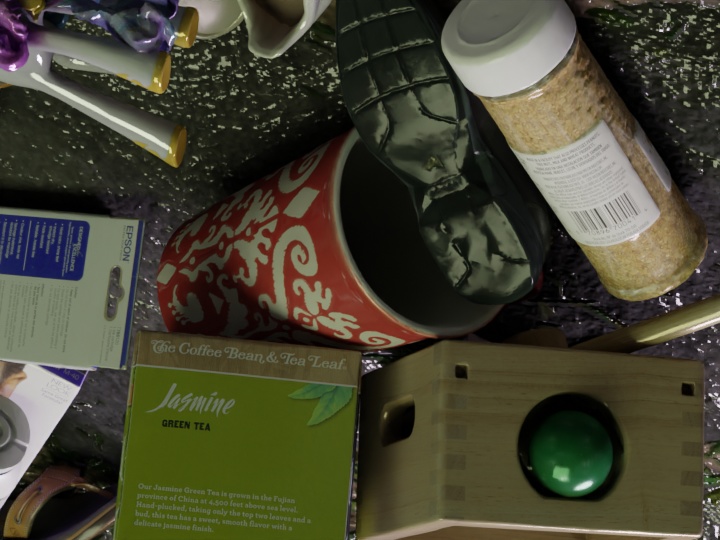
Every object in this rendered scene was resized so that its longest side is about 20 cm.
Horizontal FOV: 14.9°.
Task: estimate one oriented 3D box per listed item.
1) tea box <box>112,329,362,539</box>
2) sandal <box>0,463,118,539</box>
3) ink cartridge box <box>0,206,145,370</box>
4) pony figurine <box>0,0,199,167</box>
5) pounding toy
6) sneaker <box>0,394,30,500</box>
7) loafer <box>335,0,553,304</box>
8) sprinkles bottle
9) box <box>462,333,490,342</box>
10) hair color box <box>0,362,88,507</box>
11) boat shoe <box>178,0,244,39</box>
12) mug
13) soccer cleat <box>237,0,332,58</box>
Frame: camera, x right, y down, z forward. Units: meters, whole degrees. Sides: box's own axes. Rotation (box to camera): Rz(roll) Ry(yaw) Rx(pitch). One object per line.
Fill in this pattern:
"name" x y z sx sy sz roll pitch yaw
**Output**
"tea box" -0.076 0.155 1.608 0.134 0.197 0.200 6 163 -2
"sandal" -0.229 0.170 2.026 0.200 0.082 0.055 -10 113 49
"ink cartridge box" -0.221 0.010 1.760 0.200 0.100 0.039 6 174 26
"pony figurine" -0.190 -0.130 1.444 0.200 0.167 0.193 14 162 6
"pounding toy" 0.115 0.082 1.561 0.184 0.142 0.200 5 169 -16
"sneaker" -0.320 0.097 1.840 0.200 0.076 0.081 29 146 0
"loafer" 0.047 -0.081 1.507 0.073 0.072 0.200 -13 111 30
"sprinkles bottle" 0.117 -0.069 1.485 0.068 0.068 0.200 -5 137 35
"box" 0.070 0.158 1.701 0.112 0.200 0.101 24 153 -5
"hair color box" -0.264 0.087 1.899 0.109 0.065 0.200 28 135 -8
"boat shoe" -0.115 -0.207 1.455 0.067 0.057 0.200 -28 134 6
"mug" -0.006 0.007 1.611 0.178 0.133 0.200 41 145 -22
"soccer cleat" -0.044 -0.194 1.398 0.069 0.078 0.200 11 143 17
